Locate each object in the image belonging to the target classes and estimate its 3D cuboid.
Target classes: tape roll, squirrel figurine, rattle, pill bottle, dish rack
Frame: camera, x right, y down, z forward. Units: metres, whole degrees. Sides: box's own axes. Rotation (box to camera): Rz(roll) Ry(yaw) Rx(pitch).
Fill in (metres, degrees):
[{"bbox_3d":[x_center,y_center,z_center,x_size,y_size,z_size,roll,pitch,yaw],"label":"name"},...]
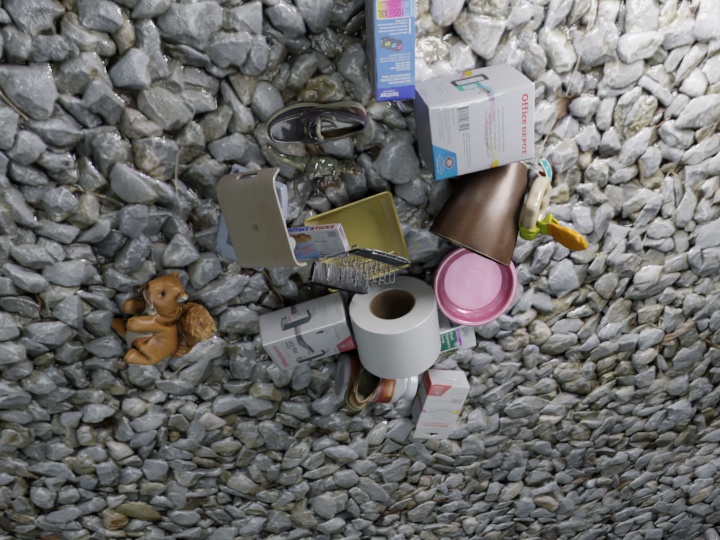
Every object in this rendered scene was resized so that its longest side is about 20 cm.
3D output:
[{"bbox_3d":[0.081,0.128,1.323,0.199,0.204,0.141,-12,125,-2],"label":"tape roll"},{"bbox_3d":[-0.422,0.100,1.274,0.198,0.142,0.188,19,109,-37],"label":"squirrel figurine"},{"bbox_3d":[0.407,-0.141,1.177,0.141,0.200,0.132,3,125,36],"label":"rattle"},{"bbox_3d":[0.040,0.278,1.469,0.196,0.113,0.114,8,122,-15],"label":"pill bottle"},{"bbox_3d":[0.000,0.000,1.181,0.151,0.056,0.199,12,163,-35],"label":"dish rack"}]

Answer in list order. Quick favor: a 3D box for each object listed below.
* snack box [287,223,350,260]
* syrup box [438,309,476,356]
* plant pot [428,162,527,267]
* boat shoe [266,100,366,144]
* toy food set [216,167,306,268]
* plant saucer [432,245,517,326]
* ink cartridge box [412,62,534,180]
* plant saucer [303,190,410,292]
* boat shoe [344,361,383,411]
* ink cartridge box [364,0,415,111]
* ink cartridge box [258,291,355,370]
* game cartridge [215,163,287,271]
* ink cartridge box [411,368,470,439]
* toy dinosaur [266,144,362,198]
[{"bbox_3d":[-0.121,-0.057,1.219,0.197,0.024,0.073,-3,128,24],"label":"snack box"},{"bbox_3d":[0.182,0.161,1.437,0.197,0.082,0.080,-16,127,2],"label":"syrup box"},{"bbox_3d":[0.265,-0.137,1.207,0.185,0.187,0.203,22,94,-23],"label":"plant pot"},{"bbox_3d":[-0.083,-0.279,1.105,0.196,0.065,0.073,-8,126,-4],"label":"boat shoe"},{"bbox_3d":[-0.192,-0.097,1.138,0.141,0.060,0.203,-1,115,29],"label":"toy food set"},{"bbox_3d":[0.266,0.029,1.358,0.196,0.051,0.204,0,107,-1],"label":"plant saucer"},{"bbox_3d":[0.214,-0.287,1.105,0.196,0.147,0.149,-12,124,-2],"label":"ink cartridge box"},{"bbox_3d":[-0.007,-0.070,1.269,0.197,0.049,0.202,-18,125,2],"label":"plant saucer"},{"bbox_3d":[0.031,0.240,1.375,0.075,0.202,0.074,29,153,-6],"label":"boat shoe"},{"bbox_3d":[0.051,-0.386,1.015,0.075,0.137,0.203,-4,124,-4],"label":"ink cartridge box"},{"bbox_3d":[-0.122,0.144,1.345,0.196,0.086,0.146,-16,145,2],"label":"ink cartridge box"},{"bbox_3d":[-0.221,-0.103,1.187,0.131,0.042,0.202,20,119,0],"label":"game cartridge"},{"bbox_3d":[0.212,0.371,1.590,0.114,0.068,0.203,7,120,-15],"label":"ink cartridge box"},{"bbox_3d":[-0.098,-0.195,1.172,0.196,0.048,0.090,7,107,-14],"label":"toy dinosaur"}]
